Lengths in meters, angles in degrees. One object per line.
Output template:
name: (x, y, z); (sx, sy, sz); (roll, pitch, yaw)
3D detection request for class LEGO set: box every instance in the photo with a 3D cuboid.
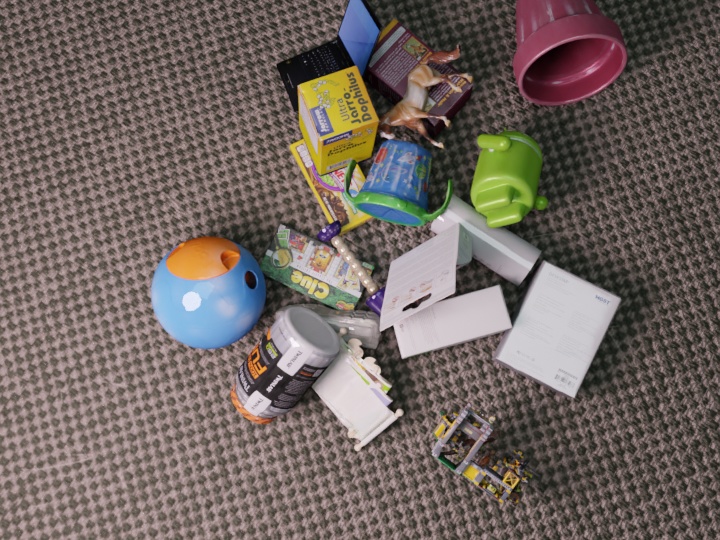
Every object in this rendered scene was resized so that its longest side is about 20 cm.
LEGO set: (0.221, 0.299, 1.378); (0.200, 0.154, 0.116); (37, 102, 14)

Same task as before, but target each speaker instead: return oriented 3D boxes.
speaker: (0.230, -0.055, 1.465); (0.200, 0.081, 0.081); (34, 85, 7)

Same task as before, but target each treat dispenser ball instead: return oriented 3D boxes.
treat dispenser ball: (-0.269, 0.039, 1.414); (0.201, 0.201, 0.201); (0, 82, 3)

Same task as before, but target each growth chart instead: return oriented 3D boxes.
growth chart: (-0.013, 0.213, 1.431); (0.145, 0.018, 0.200); (-38, 87, 23)

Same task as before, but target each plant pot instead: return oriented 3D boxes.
plant pot: (0.369, -0.434, 1.469); (0.200, 0.200, 0.179); (-11, 66, 1)

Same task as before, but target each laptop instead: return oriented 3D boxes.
laptop: (-0.063, -0.413, 1.480); (0.200, 0.103, 0.177); (-22, 47, 1)

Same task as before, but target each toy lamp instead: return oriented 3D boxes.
toy lamp: (0.000, 0.000, 1.459); (0.058, 0.058, 0.200); (-35, 84, -3)

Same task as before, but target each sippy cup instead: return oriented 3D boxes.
sippy cup: (0.069, -0.161, 1.440); (0.178, 0.140, 0.131); (19, 83, -19)

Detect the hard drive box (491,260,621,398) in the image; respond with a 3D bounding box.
hard drive box: (0.353, 0.107, 1.438); (0.156, 0.077, 0.200); (27, 84, 6)

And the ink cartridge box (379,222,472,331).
ink cartridge box: (0.116, 0.020, 1.382); (0.160, 0.200, 0.047); (-30, 118, 28)

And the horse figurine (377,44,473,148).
horse figurine: (0.118, -0.312, 1.430); (0.132, 0.050, 0.200); (24, 94, 24)

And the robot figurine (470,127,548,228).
robot figurine: (0.266, -0.171, 1.442); (0.116, 0.175, 0.200); (-17, 39, 37)

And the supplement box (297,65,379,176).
supplement box: (-0.042, -0.262, 1.423); (0.109, 0.200, 0.109); (-21, 81, -7)

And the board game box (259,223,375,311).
board game box: (-0.084, -0.001, 1.502); (0.200, 0.023, 0.105); (24, 86, 6)

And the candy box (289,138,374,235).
candy box: (-0.047, -0.175, 1.523); (0.102, 0.026, 0.200); (-28, 82, -6)

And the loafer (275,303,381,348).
loafer: (-0.061, 0.105, 1.461); (0.200, 0.070, 0.070); (8, 108, 15)

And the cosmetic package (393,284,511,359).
cosmetic package: (0.161, 0.094, 1.434); (0.200, 0.108, 0.085); (-15, 82, 2)

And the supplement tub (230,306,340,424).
supplement tub: (-0.137, 0.171, 1.402); (0.123, 0.123, 0.200); (42, 113, 7)

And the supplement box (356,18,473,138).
supplement box: (0.102, -0.363, 1.512); (0.200, 0.086, 0.110); (42, 87, 8)
